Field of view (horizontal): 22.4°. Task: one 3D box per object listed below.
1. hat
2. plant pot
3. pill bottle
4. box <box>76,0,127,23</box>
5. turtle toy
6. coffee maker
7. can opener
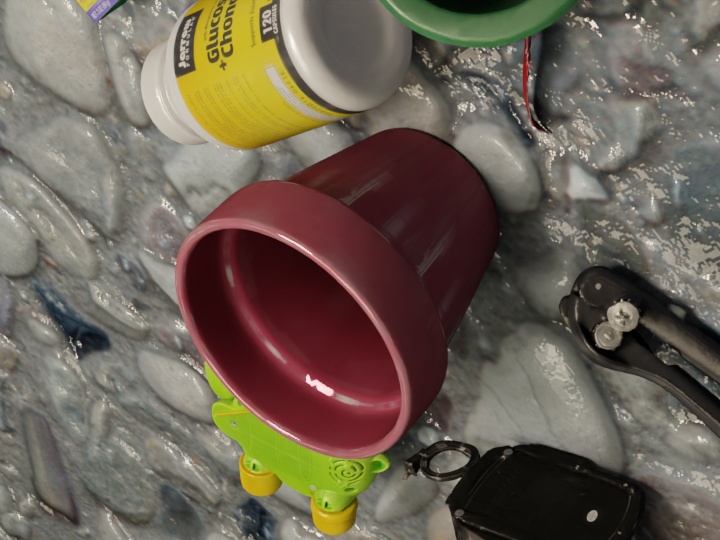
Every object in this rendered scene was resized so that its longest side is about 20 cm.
[{"bbox_3d":[0.091,-0.213,1.129,0.165,0.176,0.201,38,105,12],"label":"hat"},{"bbox_3d":[0.000,0.000,1.278,0.199,0.179,0.201,26,139,25],"label":"plant pot"},{"bbox_3d":[-0.065,-0.146,1.259,0.199,0.112,0.113,-14,114,48],"label":"pill bottle"},{"bbox_3d":[-0.221,-0.292,1.328,0.201,0.048,0.117,52,142,-6],"label":"box"},{"bbox_3d":[-0.054,0.115,1.499,0.199,0.101,0.147,25,137,26],"label":"turtle toy"},{"bbox_3d":[0.142,0.245,1.435,0.192,0.134,0.202,40,149,47],"label":"coffee maker"},{"bbox_3d":[0.224,0.066,1.239,0.199,0.079,0.064,33,103,11],"label":"can opener"}]
